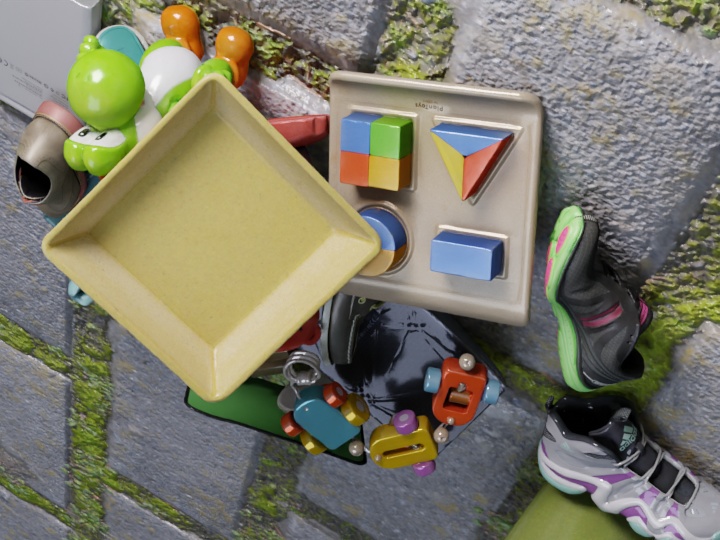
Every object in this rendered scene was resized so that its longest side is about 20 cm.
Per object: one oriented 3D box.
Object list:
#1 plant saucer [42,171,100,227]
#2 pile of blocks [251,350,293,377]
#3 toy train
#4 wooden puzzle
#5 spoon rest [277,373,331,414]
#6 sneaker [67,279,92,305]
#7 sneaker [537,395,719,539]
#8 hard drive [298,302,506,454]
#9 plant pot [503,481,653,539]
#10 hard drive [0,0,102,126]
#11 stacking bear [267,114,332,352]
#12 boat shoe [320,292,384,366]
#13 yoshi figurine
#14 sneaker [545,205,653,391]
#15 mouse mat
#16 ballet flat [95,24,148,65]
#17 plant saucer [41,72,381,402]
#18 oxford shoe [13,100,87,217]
[{"bbox_3d":[-0.283,-0.073,1.439,0.070,0.019,0.199,44,144,-14],"label":"plant saucer"},{"bbox_3d":[-0.158,0.060,1.440,0.198,0.082,0.063,10,140,31],"label":"pile of blocks"},{"bbox_3d":[0.025,0.116,1.253,0.197,0.056,0.152,8,125,-1],"label":"toy train"},{"bbox_3d":[0.052,-0.054,1.092,0.183,0.046,0.203,10,115,23],"label":"wooden puzzle"},{"bbox_3d":[0.007,0.123,1.389,0.197,0.099,0.061,-2,112,21],"label":"spoon rest"},{"bbox_3d":[-0.223,0.013,1.421,0.198,0.087,0.078,2,144,30],"label":"sneaker"},{"bbox_3d":[0.255,0.173,1.242,0.198,0.078,0.141,18,143,21],"label":"sneaker"},{"bbox_3d":[0.034,0.077,1.297,0.200,0.042,0.135,41,122,-2],"label":"hard drive"},{"bbox_3d":[0.207,0.307,1.344,0.198,0.191,0.201,21,143,16],"label":"plant pot"},{"bbox_3d":[-0.309,-0.217,1.277,0.131,0.027,0.201,30,146,6],"label":"hard drive"},{"bbox_3d":[-0.080,-0.028,1.169,0.114,0.120,0.203,-162,64,-70],"label":"stacking bear"},{"bbox_3d":[0.000,0.002,1.209,0.059,0.072,0.204,8,119,2],"label":"boat shoe"},{"bbox_3d":[-0.170,-0.156,1.085,0.112,0.200,0.112,-25,109,42],"label":"yoshi figurine"},{"bbox_3d":[0.201,0.021,1.123,0.083,0.077,0.201,-3,137,17],"label":"sneaker"},{"bbox_3d":[-0.088,0.147,1.420,0.198,0.161,0.008,18,102,-7],"label":"mouse mat"},{"bbox_3d":[-0.189,-0.123,1.210,0.069,0.069,0.202,-38,71,55],"label":"ballet flat"},{"bbox_3d":[-0.118,-0.027,1.080,0.200,0.200,0.049,44,-172,-20],"label":"plant saucer"},{"bbox_3d":[-0.323,-0.095,1.356,0.070,0.075,0.200,30,155,4],"label":"oxford shoe"}]
